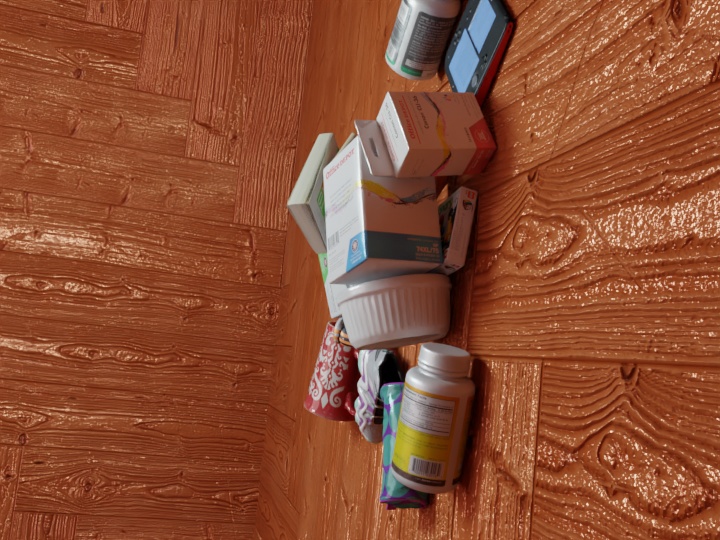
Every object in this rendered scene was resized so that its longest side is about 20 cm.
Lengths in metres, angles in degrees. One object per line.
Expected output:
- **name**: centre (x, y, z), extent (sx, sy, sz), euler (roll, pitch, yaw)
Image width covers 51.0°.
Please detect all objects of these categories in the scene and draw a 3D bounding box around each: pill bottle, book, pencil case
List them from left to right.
- **book**: centre (-0.074, -0.153, 1.492), extent (0.135, 0.047, 0.203), euler (65, -149, -43)
- **pencil case**: centre (0.074, 0.301, 1.297), extent (0.092, 0.083, 0.205), euler (-32, 50, 52)
- **pill bottle**: centre (0.125, -0.478, 1.437), extent (0.115, 0.110, 0.202), euler (-96, 19, -43)
- **pill bottle**: centre (0.112, 0.218, 1.131), extent (0.109, 0.106, 0.206), euler (-147, 65, -75)

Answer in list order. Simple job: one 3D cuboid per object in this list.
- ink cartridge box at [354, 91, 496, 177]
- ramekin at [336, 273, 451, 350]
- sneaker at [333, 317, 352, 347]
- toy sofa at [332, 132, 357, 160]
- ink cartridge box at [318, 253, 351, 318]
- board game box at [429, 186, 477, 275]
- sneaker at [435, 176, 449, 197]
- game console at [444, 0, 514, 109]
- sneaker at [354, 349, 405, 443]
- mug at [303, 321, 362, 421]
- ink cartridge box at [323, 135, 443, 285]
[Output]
- **ink cartridge box**: centre (0.099, -0.213, 1.173), extent (0.068, 0.195, 0.119), euler (119, 139, -53)
- **ramekin**: centre (0.061, 0.074, 1.260), extent (0.202, 0.197, 0.097), euler (140, 124, -70)
- **sneaker**: centre (0.031, 0.112, 1.605), extent (0.200, 0.110, 0.079), euler (-49, -30, -47)
- **toy sofa**: centre (0.036, -0.166, 1.437), extent (0.083, 0.199, 0.098), euler (-52, 11, -1)
- **ink cartridge box**: centre (0.000, 0.000, 1.475), extent (0.199, 0.082, 0.150), euler (-29, 71, 62)
- **board game box**: centre (0.137, -0.049, 1.287), extent (0.200, 0.034, 0.129), euler (139, 146, -70)
- **sneaker**: centre (0.124, -0.150, 1.331), extent (0.072, 0.076, 0.205), euler (13, 82, 50)
- **game console**: centre (0.194, -0.378, 1.270), extent (0.203, 0.030, 0.180), euler (-99, 20, -47)
- **sneaker**: centre (0.045, 0.250, 1.468), extent (0.139, 0.076, 0.206), euler (-171, 76, -66)
- **mug**: centre (-0.029, 0.237, 1.755), extent (0.133, 0.174, 0.206), euler (1, -76, -67)
- **ink cartridge box**: centre (0.033, -0.092, 1.238), extent (0.146, 0.143, 0.206), euler (-30, 60, 59)
